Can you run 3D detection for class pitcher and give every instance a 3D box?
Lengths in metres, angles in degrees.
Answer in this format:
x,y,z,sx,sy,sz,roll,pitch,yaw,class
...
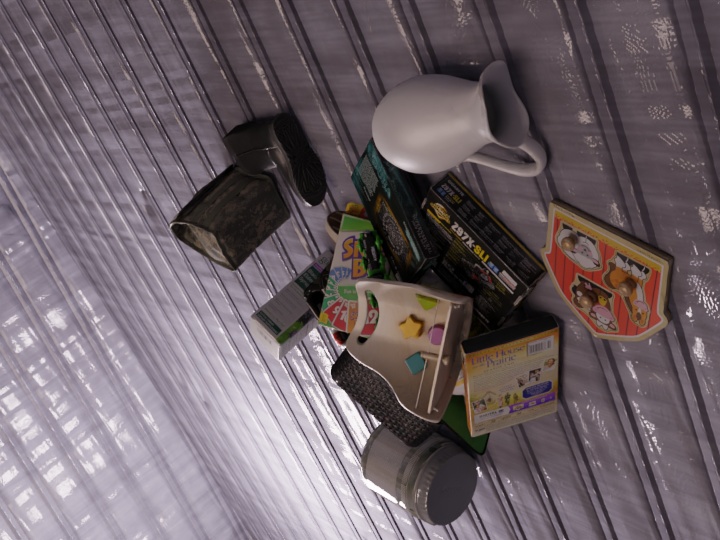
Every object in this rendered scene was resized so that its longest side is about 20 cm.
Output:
x,y,z,sx,sy,sz,roll,pitch,yaw,class
0.124,-0.171,1.219,0.198,0.122,0.172,-3,138,46,pitcher

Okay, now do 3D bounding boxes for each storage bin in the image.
x,y,z,sx,sy,sz,roll,pitch,yaw,class
0.066,0.177,1.620,0.199,0.135,0.094,40,137,0,storage bin

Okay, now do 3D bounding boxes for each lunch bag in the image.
x,y,z,sx,sy,sz,roll,pitch,yaw,class
-0.260,-0.110,1.838,0.198,0.164,0.119,20,147,45,lunch bag

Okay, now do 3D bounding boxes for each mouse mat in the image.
x,y,z,sx,sy,sz,roll,pitch,yaw,class
0.142,0.189,1.568,0.200,0.162,0.008,43,125,-10,mouse mat

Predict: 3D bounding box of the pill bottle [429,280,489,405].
x,y,z,sx,sy,sz,roll,pitch,yaw,class
0.156,0.123,1.530,0.201,0.112,0.112,56,153,-11,pill bottle

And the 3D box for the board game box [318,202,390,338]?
x,y,z,sx,sy,sz,roll,pitch,yaw,class
0.000,0.000,1.545,0.094,0.204,0.030,14,-173,6,board game box

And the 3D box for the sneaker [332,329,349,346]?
x,y,z,sx,sy,sz,roll,pitch,yaw,class
-0.024,0.107,1.819,0.070,0.093,0.200,47,153,7,sneaker

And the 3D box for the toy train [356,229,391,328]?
x,y,z,sx,sy,sz,roll,pitch,yaw,class
0.033,0.031,1.501,0.056,0.041,0.203,-66,-35,-72,toy train

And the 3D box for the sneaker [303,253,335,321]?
x,y,z,sx,sy,sz,roll,pitch,yaw,class
-0.041,0.029,1.665,0.076,0.114,0.199,44,-176,6,sneaker

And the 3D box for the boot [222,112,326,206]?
x,y,z,sx,sy,sz,roll,pitch,yaw,class
-0.151,-0.183,1.680,0.199,0.065,0.167,-3,113,55,boot

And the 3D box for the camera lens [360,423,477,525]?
x,y,z,sx,sy,sz,roll,pitch,yaw,class
0.110,0.387,1.889,0.199,0.160,0.162,20,141,46,camera lens

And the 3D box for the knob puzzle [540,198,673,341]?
x,y,z,sx,sy,sz,roll,pitch,yaw,class
0.309,0.024,1.251,0.219,0.030,0.221,38,151,25,knob puzzle

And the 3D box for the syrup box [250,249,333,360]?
x,y,z,sx,sy,sz,roll,pitch,yaw,class
-0.104,0.062,1.768,0.079,0.200,0.082,42,157,14,syrup box

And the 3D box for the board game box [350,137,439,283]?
x,y,z,sx,sy,sz,roll,pitch,yaw,class
0.049,-0.085,1.451,0.203,0.028,0.135,67,159,13,board game box

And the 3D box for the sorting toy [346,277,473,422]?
x,y,z,sx,sy,sz,roll,pitch,yaw,class
0.065,0.090,1.431,0.177,0.107,0.203,18,115,16,sorting toy

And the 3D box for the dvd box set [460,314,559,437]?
x,y,z,sx,sy,sz,roll,pitch,yaw,class
0.224,0.161,1.443,0.030,0.144,0.202,-111,7,-45,dvd box set

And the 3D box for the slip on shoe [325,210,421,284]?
x,y,z,sx,sy,sz,roll,pitch,yaw,class
0.018,-0.024,1.607,0.199,0.076,0.061,33,135,18,slip on shoe

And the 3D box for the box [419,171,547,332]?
x,y,z,sx,sy,sz,roll,pitch,yaw,class
0.162,-0.022,1.405,0.200,0.049,0.160,46,152,12,box
